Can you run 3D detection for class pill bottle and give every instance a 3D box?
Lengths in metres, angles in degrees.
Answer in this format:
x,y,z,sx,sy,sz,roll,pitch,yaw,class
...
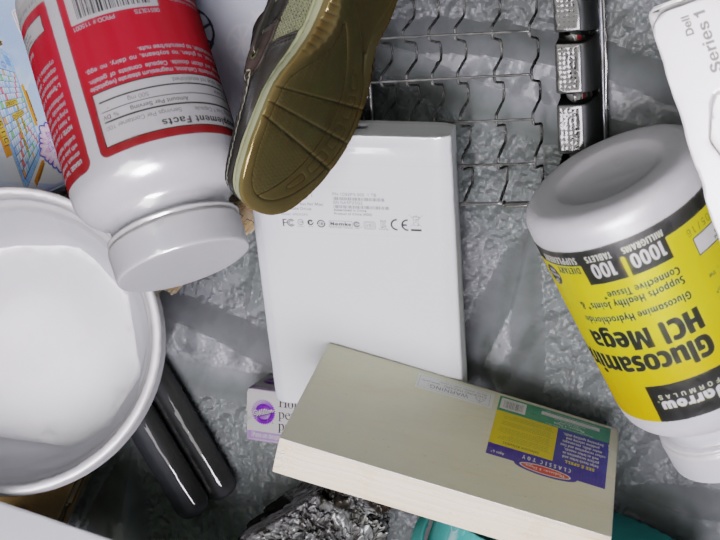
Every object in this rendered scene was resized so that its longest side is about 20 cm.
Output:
x,y,z,sx,sy,sz,roll,pitch,yaw,class
-0.138,-0.095,0.877,0.112,0.112,0.201,-24,76,22,pill bottle
0.187,0.024,0.835,0.112,0.113,0.200,-21,112,22,pill bottle

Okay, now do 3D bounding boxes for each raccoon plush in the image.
x,y,z,sx,sy,sz,roll,pitch,yaw,class
0.001,0.206,0.939,0.134,0.097,0.200,57,148,-2,raccoon plush

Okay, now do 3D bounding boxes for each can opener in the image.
x,y,z,sx,sy,sz,roll,pitch,yaw,class
-0.167,0.090,1.036,0.200,0.053,0.067,60,145,-1,can opener

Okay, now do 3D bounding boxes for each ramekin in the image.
x,y,z,sx,sy,sz,roll,pitch,yaw,class
-0.225,0.049,0.945,0.199,0.105,0.201,0,84,1,ramekin

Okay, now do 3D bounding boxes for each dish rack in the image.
x,y,z,sx,sy,sz,roll,pitch,yaw,class
0.055,-0.110,0.890,0.199,0.055,0.154,0,104,15,dish rack

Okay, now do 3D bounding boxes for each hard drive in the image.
x,y,z,sx,sy,sz,roll,pitch,yaw,class
0.000,0.000,0.904,0.131,0.026,0.201,3,120,14,hard drive

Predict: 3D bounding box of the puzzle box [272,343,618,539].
x,y,z,sx,sy,sz,roll,pitch,yaw,class
0.058,0.109,0.856,0.199,0.133,0.026,16,114,6,puzzle box

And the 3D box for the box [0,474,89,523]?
x,y,z,sx,sy,sz,roll,pitch,yaw,class
-0.304,0.147,1.055,0.199,0.021,0.164,17,71,16,box

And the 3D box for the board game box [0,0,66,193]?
x,y,z,sx,sy,sz,roll,pitch,yaw,class
-0.271,-0.140,1.004,0.199,0.041,0.201,-19,95,31,board game box

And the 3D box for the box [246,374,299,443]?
x,y,z,sx,sy,sz,roll,pitch,yaw,class
0.019,0.106,0.968,0.199,0.041,0.039,6,102,19,box

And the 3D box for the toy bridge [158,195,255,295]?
x,y,z,sx,sy,sz,roll,pitch,yaw,class
-0.081,-0.051,0.955,0.027,0.067,0.200,34,113,-23,toy bridge

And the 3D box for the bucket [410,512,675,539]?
x,y,z,sx,sy,sz,roll,pitch,yaw,class
0.117,0.226,0.877,0.206,0.207,0.135,16,97,16,bucket

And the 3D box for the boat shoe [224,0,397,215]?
x,y,z,sx,sy,sz,roll,pitch,yaw,class
-0.033,-0.132,0.836,0.066,0.072,0.201,22,89,44,boat shoe

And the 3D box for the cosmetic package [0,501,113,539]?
x,y,z,sx,sy,sz,roll,pitch,yaw,class
-0.164,0.209,0.939,0.199,0.151,0.052,20,77,-6,cosmetic package

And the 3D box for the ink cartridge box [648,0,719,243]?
x,y,z,sx,sy,sz,roll,pitch,yaw,class
0.229,-0.091,0.765,0.084,0.200,0.145,-17,96,22,ink cartridge box

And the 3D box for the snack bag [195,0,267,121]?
x,y,z,sx,sy,sz,roll,pitch,yaw,class
-0.131,-0.176,0.972,0.189,0.021,0.200,-42,86,22,snack bag
